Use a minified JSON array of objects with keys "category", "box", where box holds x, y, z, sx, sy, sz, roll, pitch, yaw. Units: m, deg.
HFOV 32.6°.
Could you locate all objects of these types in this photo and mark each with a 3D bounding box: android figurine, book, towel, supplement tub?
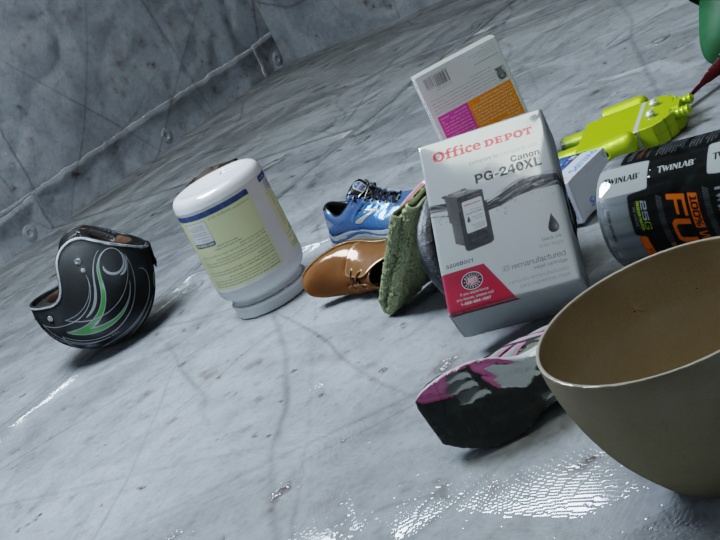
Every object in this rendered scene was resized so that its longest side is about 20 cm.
[{"category":"android figurine","box":[0.364,-0.192,1.691,0.198,0.041,0.182,-20,18,29]},{"category":"book","box":[0.174,-0.219,1.785,0.132,0.202,0.048,-27,17,-2]},{"category":"towel","box":[0.081,-0.042,1.497,0.036,0.201,0.148,36,55,21]},{"category":"supplement tub","box":[0.345,-0.074,1.221,0.198,0.124,0.122,-13,21,42]},{"category":"supplement tub","box":[-0.173,-0.046,1.820,0.143,0.202,0.145,-24,17,8]}]

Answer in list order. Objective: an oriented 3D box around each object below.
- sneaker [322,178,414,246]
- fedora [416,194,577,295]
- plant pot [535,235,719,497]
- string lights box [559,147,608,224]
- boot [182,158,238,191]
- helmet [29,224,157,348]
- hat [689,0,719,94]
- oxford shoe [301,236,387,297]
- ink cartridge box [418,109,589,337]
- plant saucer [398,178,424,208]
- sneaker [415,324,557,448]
[{"category":"sneaker","box":[0.021,-0.095,1.854,0.198,0.090,0.079,-17,20,33]},{"category":"fedora","box":[0.152,-0.030,1.413,0.199,0.201,0.092,-32,-19,-16]},{"category":"plant pot","box":[0.243,0.083,0.894,0.198,0.136,0.201,-24,17,8]},{"category":"string lights box","box":[0.220,-0.092,1.585,0.198,0.060,0.103,-11,21,44]},{"category":"boot","box":[-0.342,-0.183,2.752,0.145,0.071,0.200,-30,14,17]},{"category":"helmet","box":[-0.438,0.034,2.025,0.197,0.194,0.200,11,8,-2]},{"category":"hat","box":[0.535,-0.303,1.790,0.197,0.179,0.166,8,6,-16]},{"category":"oxford shoe","box":[0.000,0.000,1.643,0.198,0.072,0.071,-17,21,27]},{"category":"ink cartridge box","box":[0.150,-0.050,1.300,0.143,0.203,0.083,-16,-24,15]},{"category":"plant saucer","box":[0.120,-0.117,1.697,0.200,0.051,0.201,-44,-4,-4]},{"category":"sneaker","box":[0.148,0.101,1.132,0.197,0.081,0.086,-19,5,1]}]
